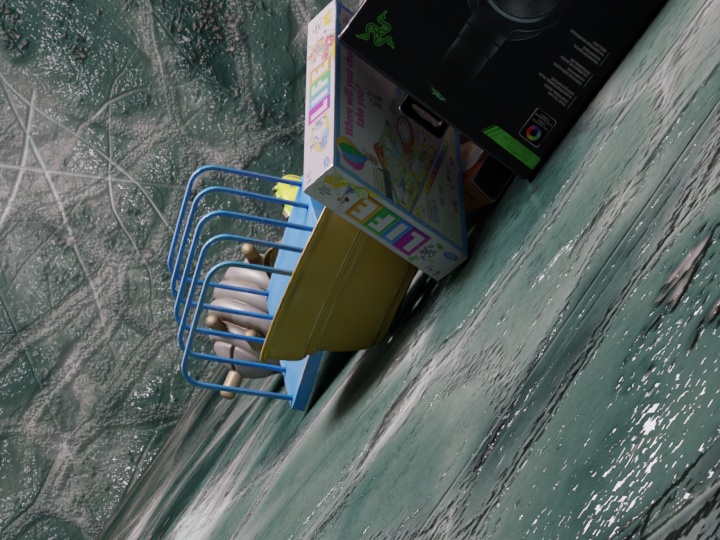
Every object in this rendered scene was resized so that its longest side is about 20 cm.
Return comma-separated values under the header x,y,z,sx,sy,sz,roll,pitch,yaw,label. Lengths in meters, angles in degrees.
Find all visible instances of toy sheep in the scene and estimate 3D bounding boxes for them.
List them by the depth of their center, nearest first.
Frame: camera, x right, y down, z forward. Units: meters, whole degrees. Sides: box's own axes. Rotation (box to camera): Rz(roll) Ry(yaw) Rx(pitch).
x,y,z,sx,sy,sz,roll,pitch,yaw,label
-0.112,0.052,1.863,0.200,0.138,0.138,-60,6,-13,toy sheep

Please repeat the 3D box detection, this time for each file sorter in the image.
x,y,z,sx,sy,sz,roll,pitch,yaw,label
-0.102,0.007,1.517,0.200,0.122,0.139,-108,33,-59,file sorter

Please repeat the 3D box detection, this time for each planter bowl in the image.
x,y,z,sx,sy,sz,roll,pitch,yaw,label
0.000,0.000,1.306,0.200,0.083,0.201,26,-90,-88,planter bowl

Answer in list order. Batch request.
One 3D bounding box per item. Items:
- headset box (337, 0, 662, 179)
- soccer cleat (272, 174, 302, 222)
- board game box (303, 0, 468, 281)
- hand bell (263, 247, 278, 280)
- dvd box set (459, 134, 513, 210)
x,y,z,sx,sy,sz,roll,pitch,yaw,label
0.101,-0.188,1.206,0.200,0.174,0.093,-52,5,9,headset box
-0.032,-0.063,1.680,0.084,0.065,0.200,-34,23,-6,soccer cleat
0.019,-0.102,1.252,0.034,0.134,0.200,-38,33,31,board game box
-0.009,-0.054,1.808,0.200,0.104,0.104,-53,4,-32,hand bell
0.081,-0.102,1.373,0.147,0.029,0.200,-56,20,-23,dvd box set
